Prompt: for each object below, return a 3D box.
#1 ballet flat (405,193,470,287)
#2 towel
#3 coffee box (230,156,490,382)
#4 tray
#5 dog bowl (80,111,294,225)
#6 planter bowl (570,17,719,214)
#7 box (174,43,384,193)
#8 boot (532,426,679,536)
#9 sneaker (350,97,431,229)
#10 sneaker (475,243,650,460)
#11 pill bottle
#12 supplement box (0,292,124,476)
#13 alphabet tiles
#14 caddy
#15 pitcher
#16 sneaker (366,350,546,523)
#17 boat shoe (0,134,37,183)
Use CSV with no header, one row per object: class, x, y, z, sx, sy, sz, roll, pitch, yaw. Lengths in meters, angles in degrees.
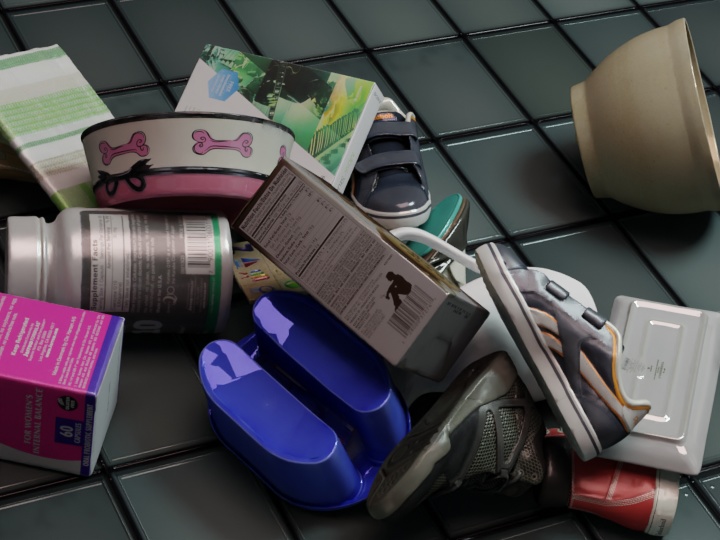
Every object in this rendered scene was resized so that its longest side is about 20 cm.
ballet flat,0.057,0.011,1.818,0.069,0.068,0.200,52,53,-16
towel,-0.290,-0.128,1.852,0.201,0.031,0.149,53,35,11
coffee box,0.000,0.000,1.632,0.200,0.080,0.113,40,6,24
tray,0.262,0.093,1.697,0.106,0.022,0.201,9,44,12
dog bowl,-0.159,-0.089,1.769,0.198,0.200,0.075,1,81,-12
planter bowl,0.293,-0.147,1.977,0.134,0.201,0.201,-12,39,14
box,-0.093,-0.138,1.891,0.198,0.036,0.145,15,71,22
boot,0.215,0.137,1.709,0.143,0.073,0.201,12,44,3
sneaker,0.024,-0.109,1.894,0.078,0.080,0.200,-7,26,-5
sneaker,0.173,0.055,1.625,0.079,0.078,0.201,-29,83,-2
pill bottle,-0.220,0.000,1.725,0.198,0.114,0.114,1,42,-12
supplement box,-0.309,0.087,1.614,0.198,0.102,0.104,12,41,1
alphabet tiles,-0.047,-0.022,1.814,0.166,0.008,0.200,-10,24,-13
caddy,-0.049,0.115,1.645,0.141,0.105,0.200,-42,60,-15
pitcher,0.108,0.039,1.726,0.198,0.173,0.121,-8,3,-17
sneaker,0.091,0.165,1.601,0.115,0.076,0.199,54,49,-7
boat shoe,-0.388,-0.106,1.852,0.198,0.072,0.077,15,74,-9
